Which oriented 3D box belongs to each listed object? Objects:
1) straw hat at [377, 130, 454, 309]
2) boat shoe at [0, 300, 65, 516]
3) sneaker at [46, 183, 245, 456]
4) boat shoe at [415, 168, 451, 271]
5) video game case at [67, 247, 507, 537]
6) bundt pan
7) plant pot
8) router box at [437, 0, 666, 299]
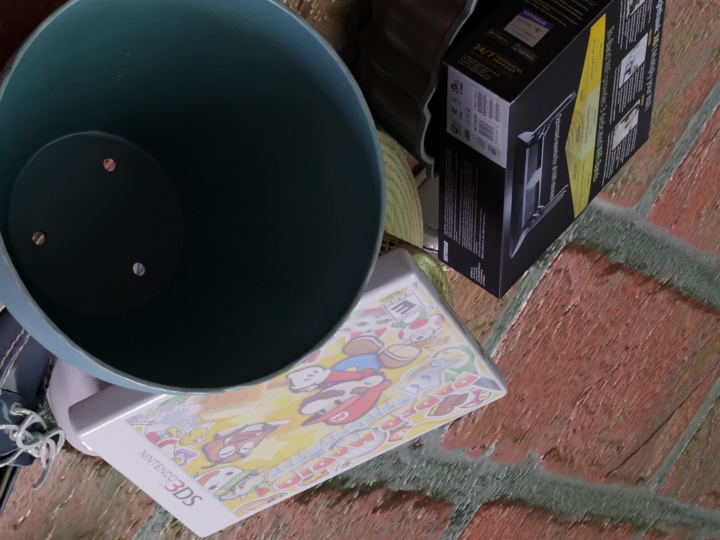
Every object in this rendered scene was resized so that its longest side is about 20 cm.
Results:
[{"bbox_3d":[0.006,0.024,1.583,0.201,0.085,0.201,-27,127,-43],"label":"straw hat"},{"bbox_3d":[-0.196,0.091,1.454,0.200,0.062,0.075,-59,156,6],"label":"boat shoe"},{"bbox_3d":[-0.113,0.021,1.469,0.074,0.087,0.200,9,120,-29],"label":"sneaker"},{"bbox_3d":[0.102,-0.069,1.845,0.200,0.072,0.060,-40,160,-27],"label":"boat shoe"},{"bbox_3d":[-0.035,0.071,1.507,0.200,0.023,0.182,-26,151,8],"label":"video game case"},{"bbox_3d":[0.070,-0.156,1.640,0.202,0.076,0.202,-44,155,-27],"label":"bundt pan"},{"bbox_3d":[-0.106,-0.032,1.338,0.200,0.200,0.135,-45,-169,-25],"label":"plant pot"},{"bbox_3d":[0.113,-0.099,1.638,0.157,0.052,0.200,-45,156,-26],"label":"router box"}]
